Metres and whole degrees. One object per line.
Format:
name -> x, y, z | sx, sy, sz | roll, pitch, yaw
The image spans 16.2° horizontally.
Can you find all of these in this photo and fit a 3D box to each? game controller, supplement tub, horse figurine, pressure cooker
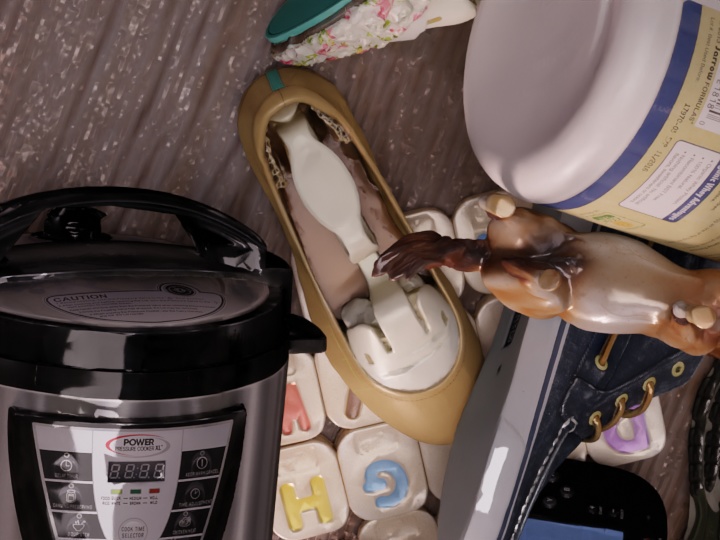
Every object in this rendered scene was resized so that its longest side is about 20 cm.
game controller -> 0.086, 0.160, 1.152 | 0.104, 0.200, 0.042 | 3, 132, 6
supplement tub -> 0.161, -0.077, 1.112 | 0.200, 0.144, 0.144 | 17, 104, -27
horse figurine -> 0.106, 0.007, 1.089 | 0.200, 0.133, 0.050 | 15, 85, 0
pressure cooker -> -0.122, 0.060, 1.128 | 0.179, 0.176, 0.200 | 12, 105, 22

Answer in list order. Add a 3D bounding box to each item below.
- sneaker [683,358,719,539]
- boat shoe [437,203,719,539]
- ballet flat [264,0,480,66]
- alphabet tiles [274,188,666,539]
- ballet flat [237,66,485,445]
sneaker -> 0.209, 0.110, 1.233 | 0.089, 0.077, 0.200 | 1, 111, -19
boat shoe -> 0.105, 0.053, 1.163 | 0.091, 0.071, 0.200 | 22, 77, -11
ballet flat -> 0.046, -0.151, 1.137 | 0.200, 0.076, 0.064 | -44, 112, 10
alphabet tiles -> 0.044, 0.064, 1.225 | 0.200, 0.015, 0.196 | -13, 106, -2
ballet flat -> 0.000, 0.000, 1.169 | 0.069, 0.063, 0.200 | -31, 100, 0
